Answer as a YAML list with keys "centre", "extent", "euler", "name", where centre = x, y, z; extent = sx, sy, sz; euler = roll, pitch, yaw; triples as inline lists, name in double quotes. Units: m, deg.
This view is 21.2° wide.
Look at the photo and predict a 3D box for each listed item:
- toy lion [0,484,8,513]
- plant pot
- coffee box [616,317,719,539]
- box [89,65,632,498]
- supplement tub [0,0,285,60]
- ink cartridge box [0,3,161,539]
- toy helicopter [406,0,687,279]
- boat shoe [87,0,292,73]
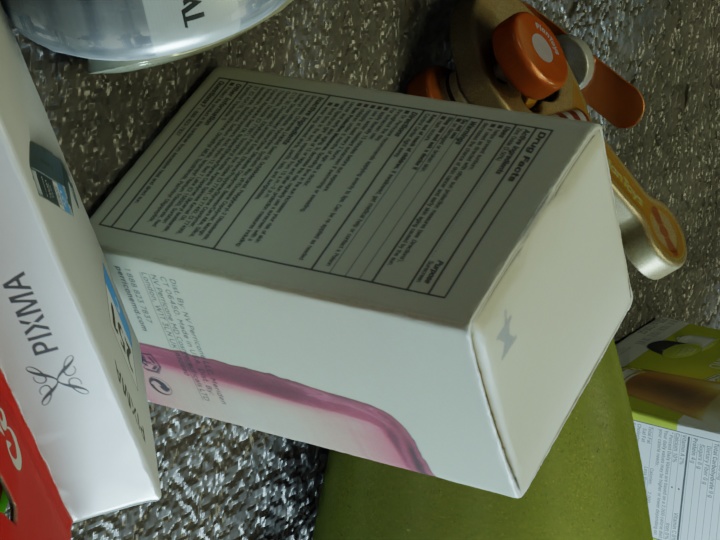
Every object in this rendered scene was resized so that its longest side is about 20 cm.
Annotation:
- centre: [-0.188, 0.143, 0.714]
  extent: [0.192, 0.068, 0.201]
  euler: [-54, 148, -52]
  name: "toy lion"
- centre: [0.067, 0.069, 1.041]
  extent: [0.187, 0.186, 0.201]
  euler: [23, 66, -61]
  name: "plant pot"
- centre: [0.257, 0.168, 1.362]
  extent: [0.200, 0.197, 0.201]
  euler: [-25, 122, -55]
  name: "coffee box"
- centre: [0.000, 0.000, 0.841]
  extent: [0.128, 0.199, 0.109]
  euler: [-54, 143, -34]
  name: "box"
- centre: [-0.090, -0.188, 0.687]
  extent: [0.123, 0.122, 0.201]
  euler: [-47, 139, -42]
  name: "supplement tub"
- centre: [-0.120, 0.023, 0.702]
  extent: [0.177, 0.045, 0.200]
  euler: [-105, 179, -49]
  name: "ink cartridge box"
- centre: [0.120, -0.078, 1.090]
  extent: [0.200, 0.079, 0.132]
  euler: [48, 34, -18]
  name: "toy helicopter"
- centre: [-0.058, -0.140, 0.834]
  extent: [0.200, 0.072, 0.068]
  euler: [-42, 117, -45]
  name: "boat shoe"
